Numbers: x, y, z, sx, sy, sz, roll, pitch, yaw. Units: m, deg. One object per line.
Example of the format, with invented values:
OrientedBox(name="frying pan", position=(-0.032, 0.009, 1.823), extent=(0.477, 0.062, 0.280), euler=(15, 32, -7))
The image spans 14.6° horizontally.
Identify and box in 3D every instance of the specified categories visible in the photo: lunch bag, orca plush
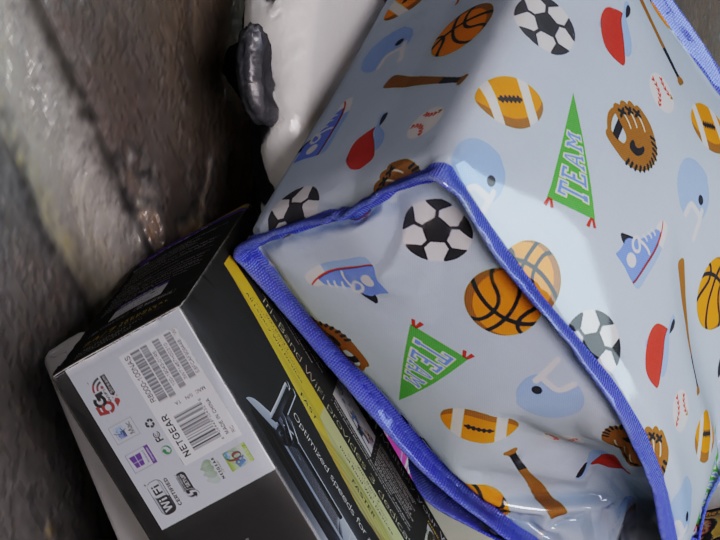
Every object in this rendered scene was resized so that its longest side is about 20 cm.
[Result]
OrientedBox(name="lunch bag", position=(0.072, -0.002, 1.014), extent=(0.200, 0.124, 0.170), euler=(48, 48, -23))
OrientedBox(name="orca plush", position=(-0.035, -0.090, 1.055), extent=(0.105, 0.071, 0.200), euler=(-22, 99, -50))

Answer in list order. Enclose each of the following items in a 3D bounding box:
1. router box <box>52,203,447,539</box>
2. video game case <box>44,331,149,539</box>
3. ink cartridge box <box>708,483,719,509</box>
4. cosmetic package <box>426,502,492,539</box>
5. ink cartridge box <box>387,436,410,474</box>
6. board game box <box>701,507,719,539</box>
OrientedBox(name="router box", position=(-0.020, 0.088, 0.969), extent=(0.200, 0.052, 0.157), euler=(60, 12, -8))
OrientedBox(name="video game case", position=(-0.032, 0.128, 1.014), extent=(0.200, 0.023, 0.182), euler=(64, 12, 22))
OrientedBox(name="ink cartridge box", position=(0.186, 0.012, 1.411), extent=(0.085, 0.144, 0.200), euler=(24, 50, -73))
OrientedBox(name="cosmetic package", position=(0.071, 0.158, 1.298), extent=(0.103, 0.087, 0.200), euler=(-72, 163, -76))
OrientedBox(name="ink cartridge box", position=(0.000, 0.000, 1.186), extent=(0.119, 0.042, 0.200), euler=(9, 85, -68))
OrientedBox(name="board game box", position=(0.177, 0.151, 1.442), extent=(0.035, 0.200, 0.136), euler=(65, 32, -18))
